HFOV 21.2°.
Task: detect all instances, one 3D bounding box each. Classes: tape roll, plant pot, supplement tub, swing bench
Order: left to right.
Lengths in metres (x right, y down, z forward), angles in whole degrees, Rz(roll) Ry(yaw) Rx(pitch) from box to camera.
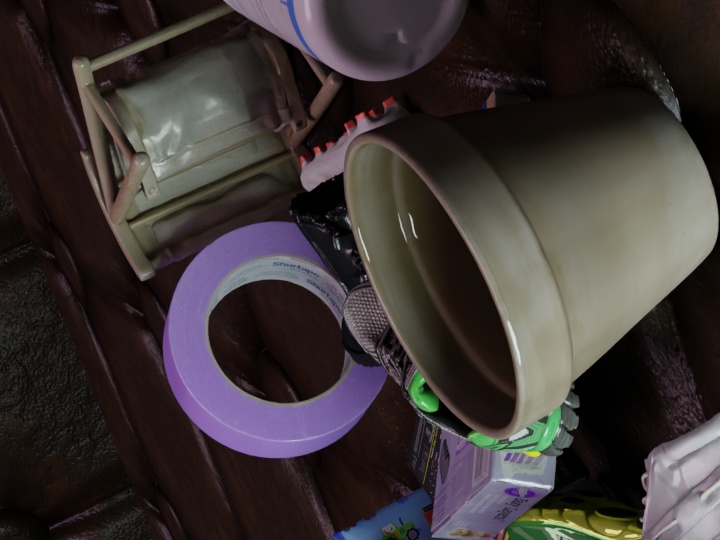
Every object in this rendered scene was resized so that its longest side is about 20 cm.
[{"bbox_3d":[-0.134,-0.122,1.687,0.130,0.199,0.200,57,160,23],"label":"swing bench"},{"bbox_3d":[-0.073,0.061,1.698,0.200,0.200,0.066,61,163,12],"label":"tape roll"},{"bbox_3d":[-0.022,-0.219,1.349,0.200,0.132,0.132,36,147,55],"label":"supplement tub"},{"bbox_3d":[0.111,-0.024,1.160,0.200,0.173,0.200,53,159,31],"label":"plant pot"}]

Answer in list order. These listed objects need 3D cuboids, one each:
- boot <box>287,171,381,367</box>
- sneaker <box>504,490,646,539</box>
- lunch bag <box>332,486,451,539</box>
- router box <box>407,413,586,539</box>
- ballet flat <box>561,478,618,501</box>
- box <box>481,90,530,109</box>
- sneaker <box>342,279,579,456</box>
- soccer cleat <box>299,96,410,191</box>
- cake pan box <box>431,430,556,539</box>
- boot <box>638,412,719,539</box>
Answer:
[{"bbox_3d":[-0.001,0.001,1.567,0.163,0.073,0.198,52,165,-16],"label":"boot"},{"bbox_3d":[0.174,0.206,1.376,0.200,0.074,0.084,7,101,52],"label":"sneaker"},{"bbox_3d":[0.089,0.294,1.695,0.200,0.150,0.094,54,160,31],"label":"lunch bag"},{"bbox_3d":[0.110,0.166,1.608,0.150,0.062,0.200,57,161,24],"label":"router box"},{"bbox_3d":[0.205,0.244,1.439,0.200,0.064,0.067,53,159,32],"label":"ballet flat"},{"bbox_3d":[0.081,-0.028,1.372,0.200,0.032,0.122,115,159,-65],"label":"box"},{"bbox_3d":[0.053,0.055,1.274,0.200,0.085,0.078,32,108,44],"label":"sneaker"},{"bbox_3d":[0.003,-0.080,1.576,0.078,0.069,0.200,61,160,0],"label":"soccer cleat"},{"bbox_3d":[0.101,0.088,1.392,0.200,0.052,0.185,117,160,-67],"label":"cake pan box"},{"bbox_3d":[0.211,0.166,1.257,0.200,0.073,0.096,-48,57,43],"label":"boot"}]
